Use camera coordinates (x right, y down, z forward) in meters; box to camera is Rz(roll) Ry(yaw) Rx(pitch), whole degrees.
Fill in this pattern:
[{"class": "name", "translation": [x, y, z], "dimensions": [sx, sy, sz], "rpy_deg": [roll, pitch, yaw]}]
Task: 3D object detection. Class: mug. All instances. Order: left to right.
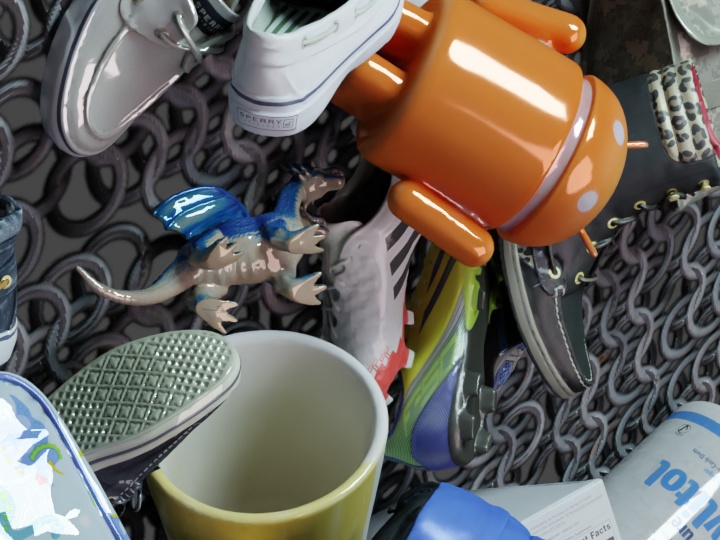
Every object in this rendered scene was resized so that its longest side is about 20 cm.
[{"class": "mug", "translation": [-0.068, 0.154, 1.386], "dimensions": [0.187, 0.149, 0.154], "rpy_deg": [-44, 149, -35]}]

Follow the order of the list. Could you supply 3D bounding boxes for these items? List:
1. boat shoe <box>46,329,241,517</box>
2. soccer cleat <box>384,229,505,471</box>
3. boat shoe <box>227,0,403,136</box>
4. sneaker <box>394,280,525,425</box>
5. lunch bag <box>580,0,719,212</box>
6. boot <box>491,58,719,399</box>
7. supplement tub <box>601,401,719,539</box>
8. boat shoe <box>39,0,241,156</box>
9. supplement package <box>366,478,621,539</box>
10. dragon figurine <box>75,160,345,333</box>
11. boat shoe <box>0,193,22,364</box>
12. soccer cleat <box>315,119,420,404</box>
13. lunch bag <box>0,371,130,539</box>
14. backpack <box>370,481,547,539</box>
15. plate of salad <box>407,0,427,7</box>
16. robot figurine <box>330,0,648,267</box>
[{"class": "boat shoe", "translation": [-0.149, 0.103, 1.297], "dimensions": [0.199, 0.075, 0.062], "rpy_deg": [-35, 138, 5]}, {"class": "soccer cleat", "translation": [0.049, 0.033, 1.478], "dimensions": [0.065, 0.083, 0.202], "rpy_deg": [49, 42, -56]}, {"class": "boat shoe", "translation": [-0.018, -0.151, 1.252], "dimensions": [0.201, 0.073, 0.067], "rpy_deg": [-69, 168, -51]}, {"class": "sneaker", "translation": [0.075, 0.046, 1.553], "dimensions": [0.201, 0.075, 0.077], "rpy_deg": [-55, -179, -19]}, {"class": "lunch bag", "translation": [0.241, -0.167, 1.551], "dimensions": [0.163, 0.117, 0.202], "rpy_deg": [-22, 121, -33]}, {"class": "boot", "translation": [0.166, -0.029, 1.473], "dimensions": [0.073, 0.152, 0.205], "rpy_deg": [-29, 105, -76]}, {"class": "supplement tub", "translation": [0.234, 0.209, 1.770], "dimensions": [0.200, 0.132, 0.133], "rpy_deg": [-40, 138, -24]}, {"class": "boat shoe", "translation": [-0.099, -0.144, 1.226], "dimensions": [0.201, 0.070, 0.071], "rpy_deg": [-57, 142, -4]}, {"class": "supplement package", "translation": [0.061, 0.221, 1.512], "dimensions": [0.155, 0.199, 0.112], "rpy_deg": [-23, 96, -37]}, {"class": "dragon figurine", "translation": [-0.085, -0.012, 1.328], "dimensions": [0.199, 0.099, 0.059], "rpy_deg": [-16, 117, -25]}, {"class": "boat shoe", "translation": [-0.257, 0.017, 1.163], "dimensions": [0.200, 0.071, 0.092], "rpy_deg": [-21, 128, -48]}, {"class": "soccer cleat", "translation": [0.000, 0.000, 1.433], "dimensions": [0.085, 0.068, 0.202], "rpy_deg": [15, 96, -38]}, {"class": "lunch bag", "translation": [-0.196, 0.165, 1.190], "dimensions": [0.160, 0.201, 0.082], "rpy_deg": [-29, 177, -37]}, {"class": "backpack", "translation": [0.050, 0.233, 1.314], "dimensions": [0.163, 0.167, 0.201], "rpy_deg": [-38, 154, -88]}, {"class": "plate of salad", "translation": [0.084, -0.240, 1.385], "dimensions": [0.199, 0.048, 0.201], "rpy_deg": [-26, 131, -34]}, {"class": "robot figurine", "translation": [0.077, -0.091, 1.365], "dimensions": [0.199, 0.144, 0.117], "rpy_deg": [29, 126, -14]}]
